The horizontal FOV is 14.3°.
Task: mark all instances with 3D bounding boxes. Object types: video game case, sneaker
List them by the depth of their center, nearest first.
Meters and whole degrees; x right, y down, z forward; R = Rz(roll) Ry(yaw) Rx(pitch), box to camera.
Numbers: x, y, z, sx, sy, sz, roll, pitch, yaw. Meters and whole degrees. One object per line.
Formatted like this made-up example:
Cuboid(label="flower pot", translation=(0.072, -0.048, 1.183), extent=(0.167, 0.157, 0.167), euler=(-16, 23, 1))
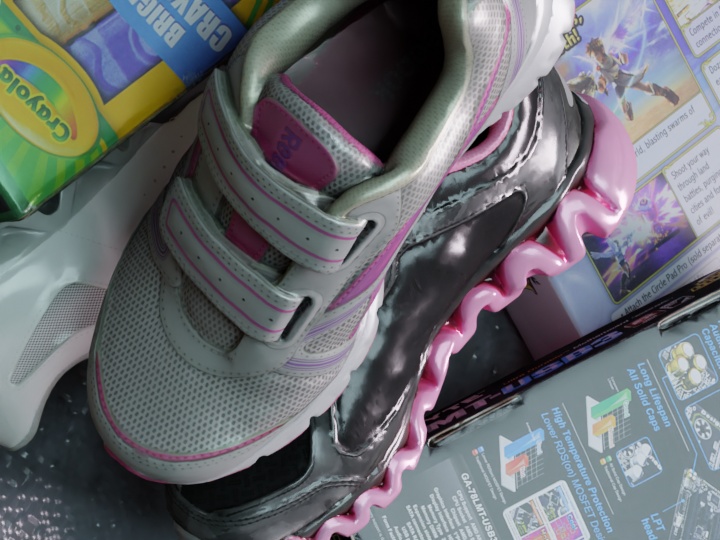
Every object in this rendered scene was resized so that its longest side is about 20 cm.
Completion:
Cuboid(label="sneaker", translation=(-0.020, -0.025, 0.826), extent=(0.081, 0.088, 0.201), euler=(34, 99, 12))
Cuboid(label="sneaker", translation=(0.000, 0.000, 0.905), extent=(0.200, 0.079, 0.095), euler=(-51, 140, -14))
Cuboid(label="sneaker", translation=(-0.058, -0.018, 0.923), extent=(0.200, 0.074, 0.089), euler=(-35, 106, -16))
Cuboid(label="video game case", translation=(0.132, -0.039, 1.045), extent=(0.200, 0.045, 0.182), euler=(-36, 106, -26))

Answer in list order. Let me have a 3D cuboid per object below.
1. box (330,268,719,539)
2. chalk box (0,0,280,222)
Cuboid(label="box", translation=(0.109, 0.118, 0.969), extent=(0.198, 0.050, 0.201), euler=(-27, 95, -16))
Cuboid(label="chalk box", translation=(-0.117, -0.092, 0.858), extent=(0.200, 0.125, 0.124), euler=(-39, 107, -26))
